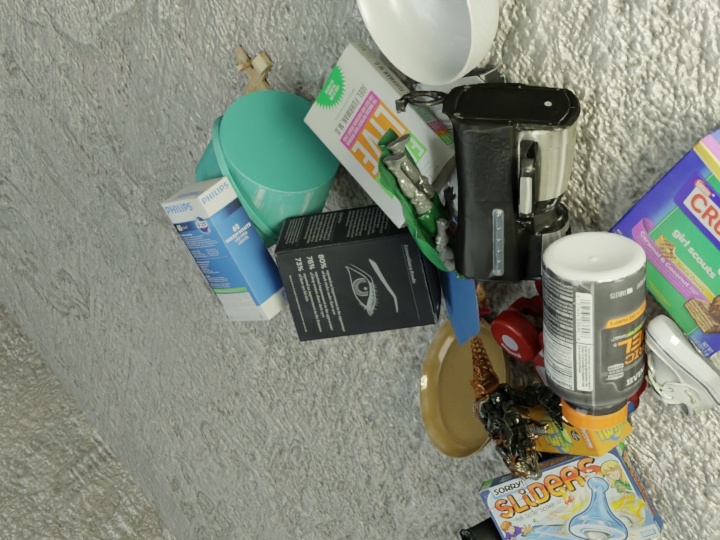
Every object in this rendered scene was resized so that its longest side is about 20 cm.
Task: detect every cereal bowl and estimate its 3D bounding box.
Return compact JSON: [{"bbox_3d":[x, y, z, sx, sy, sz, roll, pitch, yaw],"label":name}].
[{"bbox_3d":[0.083,-0.313,1.361,0.200,0.083,0.200,37,144,34],"label":"cereal bowl"}]

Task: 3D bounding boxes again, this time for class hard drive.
[{"bbox_3d":[0.146,-0.144,1.472,0.140,0.038,0.200,6,121,55],"label":"hard drive"}]

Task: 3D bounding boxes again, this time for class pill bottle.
[{"bbox_3d":[0.245,0.069,1.277,0.106,0.106,0.200,26,133,44],"label":"pill bottle"}]

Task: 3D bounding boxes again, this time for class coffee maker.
[{"bbox_3d":[0.149,-0.100,1.362,0.192,0.135,0.200,19,127,31],"label":"coffee maker"}]

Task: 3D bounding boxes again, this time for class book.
[{"bbox_3d":[0.029,-0.171,1.524,0.200,0.048,0.134,48,130,18],"label":"book"}]

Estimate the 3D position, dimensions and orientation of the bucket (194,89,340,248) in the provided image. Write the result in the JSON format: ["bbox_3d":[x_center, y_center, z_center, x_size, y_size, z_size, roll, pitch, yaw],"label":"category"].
[{"bbox_3d":[-0.130,-0.148,1.742,0.207,0.207,0.135,51,147,14],"label":"bucket"}]

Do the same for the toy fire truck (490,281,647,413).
[{"bbox_3d":[0.264,0.094,1.449,0.200,0.112,0.168,12,140,54],"label":"toy fire truck"}]

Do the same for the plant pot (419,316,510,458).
[{"bbox_3d":[0.147,0.159,1.676,0.200,0.027,0.200,-21,66,56],"label":"plant pot"}]

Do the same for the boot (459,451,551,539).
[{"bbox_3d":[0.209,0.334,1.687,0.198,0.162,0.073,60,163,-2],"label":"boot"}]

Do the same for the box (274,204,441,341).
[{"bbox_3d":[0.000,0.000,1.660,0.200,0.104,0.148,-7,120,11],"label":"box"}]

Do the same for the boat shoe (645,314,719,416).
[{"bbox_3d":[0.336,0.113,1.280,0.200,0.067,0.074,37,-163,-47],"label":"boat shoe"}]

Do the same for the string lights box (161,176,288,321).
[{"bbox_3d":[-0.184,-0.027,1.693,0.103,0.059,0.200,-3,121,52],"label":"string lights box"}]

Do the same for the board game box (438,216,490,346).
[{"bbox_3d":[0.143,0.010,1.593,0.200,0.039,0.158,118,141,-77],"label":"board game box"}]

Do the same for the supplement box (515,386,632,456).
[{"bbox_3d":[0.257,0.194,1.588,0.200,0.069,0.067,-10,109,58],"label":"supplement box"}]

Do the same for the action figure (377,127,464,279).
[{"bbox_3d":[0.085,-0.065,1.442,0.055,0.118,0.200,-18,123,26],"label":"action figure"}]

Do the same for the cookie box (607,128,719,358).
[{"bbox_3d":[0.360,-0.030,1.204,0.171,0.075,0.200,52,151,11],"label":"cookie box"}]

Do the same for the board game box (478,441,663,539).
[{"bbox_3d":[0.273,0.309,1.589,0.200,0.034,0.135,-25,97,24],"label":"board game box"}]

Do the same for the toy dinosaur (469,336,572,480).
[{"bbox_3d":[0.180,0.180,1.521,0.200,0.102,0.136,44,164,-22],"label":"toy dinosaur"}]

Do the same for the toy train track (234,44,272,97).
[{"bbox_3d":[-0.178,-0.266,1.865,0.115,0.033,0.200,54,152,9],"label":"toy train track"}]
